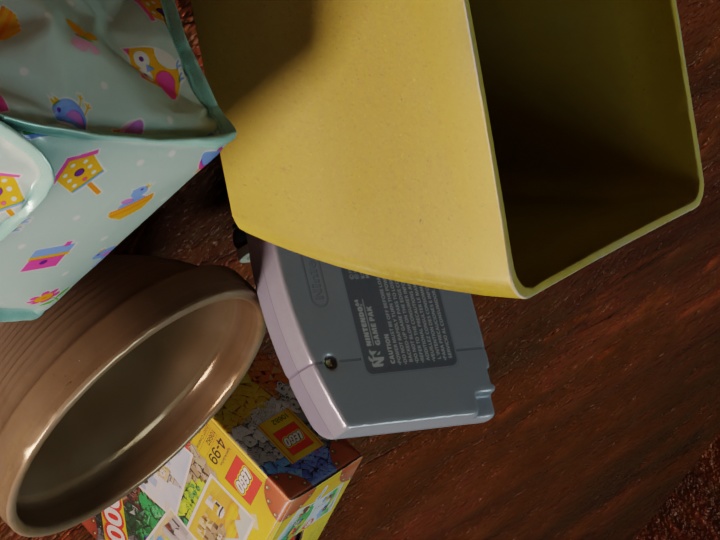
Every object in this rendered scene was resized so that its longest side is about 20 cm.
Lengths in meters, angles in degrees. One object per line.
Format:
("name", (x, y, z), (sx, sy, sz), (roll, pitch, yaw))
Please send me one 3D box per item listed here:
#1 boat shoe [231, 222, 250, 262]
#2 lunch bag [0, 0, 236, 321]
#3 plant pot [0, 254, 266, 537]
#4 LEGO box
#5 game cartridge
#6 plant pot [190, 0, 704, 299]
("boat shoe", (-0.004, -0.070, 1.393), (0.200, 0.062, 0.075), (-30, -177, -19))
("lunch bag", (-0.183, -0.052, 0.955), (0.170, 0.122, 0.200), (-38, 160, 33))
("plant pot", (-0.157, 0.055, 1.298), (0.201, 0.093, 0.201), (-39, 162, -16))
("LEGO box", (-0.102, 0.152, 1.533), (0.077, 0.149, 0.200), (-28, 155, -41))
("game cartridge", (0.000, 0.000, 1.300), (0.133, 0.201, 0.040), (-2, 160, -37))
("plant pot", (0.033, -0.103, 1.060), (0.176, 0.201, 0.200), (-3, -167, 36))
